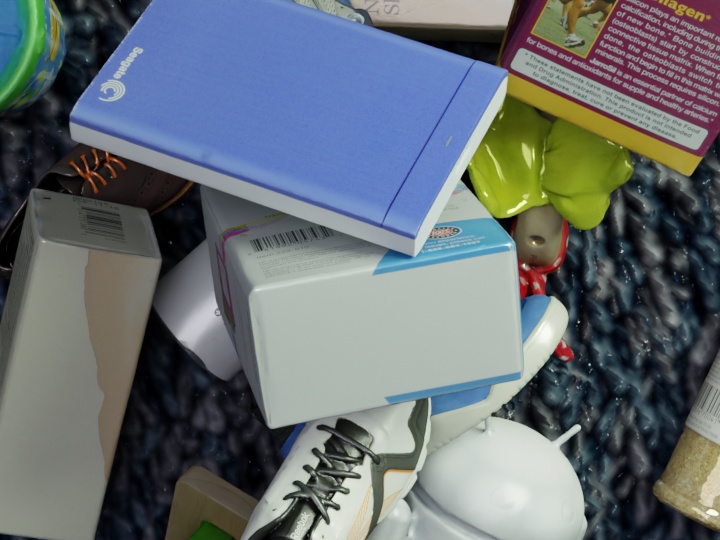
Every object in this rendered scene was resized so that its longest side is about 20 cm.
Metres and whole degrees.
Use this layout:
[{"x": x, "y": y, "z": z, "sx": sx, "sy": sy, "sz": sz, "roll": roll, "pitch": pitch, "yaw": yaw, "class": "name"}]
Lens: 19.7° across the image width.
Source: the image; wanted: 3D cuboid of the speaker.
[{"x": -0.038, "y": -0.022, "z": 1.338, "sx": 0.200, "sy": 0.081, "sz": 0.081, "roll": -42, "pitch": 83, "yaw": 7, "class": "speaker"}]

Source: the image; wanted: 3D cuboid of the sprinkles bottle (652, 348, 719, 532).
[{"x": 0.253, "y": 0.064, "z": 1.296, "sx": 0.068, "sy": 0.068, "sz": 0.200, "roll": 26, "pitch": 94, "yaw": 9, "class": "sprinkles bottle"}]

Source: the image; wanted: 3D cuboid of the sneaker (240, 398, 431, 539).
[{"x": -0.017, "y": 0.128, "z": 1.167, "sx": 0.074, "sy": 0.080, "sz": 0.200, "roll": 23, "pitch": 80, "yaw": 9, "class": "sneaker"}]

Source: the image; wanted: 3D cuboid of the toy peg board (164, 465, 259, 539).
[{"x": -0.060, "y": 0.257, "z": 1.265, "sx": 0.199, "sy": 0.098, "sz": 0.200, "roll": 29, "pitch": 135, "yaw": 16, "class": "toy peg board"}]

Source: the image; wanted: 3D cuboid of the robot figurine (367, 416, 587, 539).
[{"x": 0.067, "y": 0.175, "z": 1.288, "sx": 0.113, "sy": 0.169, "sz": 0.200, "roll": 43, "pitch": 116, "yaw": 44, "class": "robot figurine"}]

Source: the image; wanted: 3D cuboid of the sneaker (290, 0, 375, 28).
[{"x": -0.026, "y": -0.122, "z": 1.220, "sx": 0.085, "sy": 0.200, "sz": 0.077, "roll": -9, "pitch": 132, "yaw": -4, "class": "sneaker"}]

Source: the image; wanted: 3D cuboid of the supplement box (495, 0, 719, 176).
[{"x": 0.172, "y": -0.172, "z": 1.133, "sx": 0.131, "sy": 0.103, "sz": 0.200, "roll": 25, "pitch": 131, "yaw": -5, "class": "supplement box"}]

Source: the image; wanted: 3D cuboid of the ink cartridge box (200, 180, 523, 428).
[{"x": -0.004, "y": 0.002, "z": 1.167, "sx": 0.144, "sy": 0.200, "sz": 0.085, "roll": -10, "pitch": 112, "yaw": -8, "class": "ink cartridge box"}]

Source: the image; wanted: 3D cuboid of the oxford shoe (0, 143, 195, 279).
[{"x": -0.160, "y": -0.062, "z": 1.361, "sx": 0.071, "sy": 0.073, "sz": 0.200, "roll": 44, "pitch": 96, "yaw": 8, "class": "oxford shoe"}]

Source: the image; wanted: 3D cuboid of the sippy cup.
[{"x": -0.254, "y": -0.154, "z": 1.349, "sx": 0.177, "sy": 0.130, "sz": 0.140, "roll": -14, "pitch": 88, "yaw": 9, "class": "sippy cup"}]

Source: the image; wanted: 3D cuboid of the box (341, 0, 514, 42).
[{"x": 0.028, "y": -0.196, "z": 1.331, "sx": 0.199, "sy": 0.078, "sz": 0.095, "roll": 1, "pitch": 91, "yaw": 9, "class": "box"}]

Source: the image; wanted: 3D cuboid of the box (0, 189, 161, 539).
[{"x": -0.189, "y": 0.061, "z": 1.312, "sx": 0.078, "sy": 0.095, "sz": 0.200, "roll": 10, "pitch": 111, "yaw": -16, "class": "box"}]

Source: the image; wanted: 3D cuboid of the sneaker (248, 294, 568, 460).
[{"x": 0.020, "y": 0.051, "z": 1.245, "sx": 0.200, "sy": 0.077, "sz": 0.111, "roll": -36, "pitch": 101, "yaw": 25, "class": "sneaker"}]

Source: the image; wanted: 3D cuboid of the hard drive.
[{"x": -0.037, "y": -0.090, "z": 1.119, "sx": 0.200, "sy": 0.025, "sz": 0.132, "roll": 19, "pitch": 52, "yaw": 14, "class": "hard drive"}]

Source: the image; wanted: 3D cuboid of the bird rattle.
[{"x": 0.122, "y": -0.049, "z": 1.281, "sx": 0.112, "sy": 0.200, "sz": 0.163, "roll": 9, "pitch": 52, "yaw": 15, "class": "bird rattle"}]
